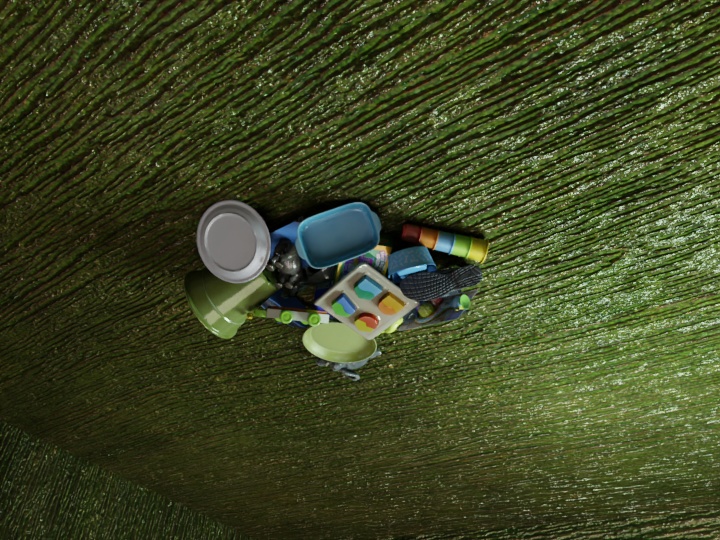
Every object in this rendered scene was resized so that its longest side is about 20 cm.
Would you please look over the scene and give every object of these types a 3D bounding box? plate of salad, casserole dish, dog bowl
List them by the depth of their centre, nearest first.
[{"bbox_3d":[-0.051,-0.080,1.505,0.200,0.121,0.039,-20,180,-4],"label":"casserole dish"},{"bbox_3d":[0.120,-0.014,1.555,0.111,0.050,0.200,-15,171,7],"label":"dog bowl"},{"bbox_3d":[-0.300,-0.069,1.575,0.200,0.048,0.200,4,102,18],"label":"plate of salad"}]

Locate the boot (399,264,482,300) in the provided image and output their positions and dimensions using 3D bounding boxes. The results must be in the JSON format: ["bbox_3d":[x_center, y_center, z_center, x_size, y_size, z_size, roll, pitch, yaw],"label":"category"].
[{"bbox_3d":[0.192,0.032,1.590,0.200,0.070,0.132,-7,178,1],"label":"boot"}]

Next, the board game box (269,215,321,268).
[{"bbox_3d":[-0.149,-0.073,1.611,0.200,0.039,0.158,-22,140,36],"label":"board game box"}]

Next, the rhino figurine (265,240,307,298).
[{"bbox_3d":[-0.172,0.003,1.614,0.060,0.088,0.200,14,149,18],"label":"rhino figurine"}]

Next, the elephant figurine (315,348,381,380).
[{"bbox_3d":[-0.043,0.257,1.964,0.141,0.155,0.200,-33,158,-17],"label":"elephant figurine"}]

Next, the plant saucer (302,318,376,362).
[{"bbox_3d":[-0.055,0.185,1.774,0.200,0.031,0.200,5,141,4],"label":"plant saucer"}]

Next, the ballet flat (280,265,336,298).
[{"bbox_3d":[-0.138,0.015,1.713,0.200,0.067,0.064,-20,107,31],"label":"ballet flat"}]

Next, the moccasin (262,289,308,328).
[{"bbox_3d":[-0.225,0.090,1.816,0.200,0.081,0.068,43,136,-18],"label":"moccasin"}]

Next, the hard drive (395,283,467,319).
[{"bbox_3d":[0.168,0.075,1.743,0.200,0.033,0.140,-8,140,20],"label":"hard drive"}]

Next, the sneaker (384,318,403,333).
[{"bbox_3d":[0.046,0.131,1.802,0.084,0.074,0.200,53,151,-6],"label":"sneaker"}]

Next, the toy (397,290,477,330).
[{"bbox_3d":[0.180,0.085,1.618,0.200,0.115,0.047,-13,116,46],"label":"toy"}]

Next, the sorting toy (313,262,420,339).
[{"bbox_3d":[0.015,0.084,1.599,0.200,0.037,0.185,33,126,-25],"label":"sorting toy"}]

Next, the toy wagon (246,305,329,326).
[{"bbox_3d":[-0.181,0.111,1.640,0.200,0.040,0.155,7,176,-13],"label":"toy wagon"}]

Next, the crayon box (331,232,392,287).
[{"bbox_3d":[0.000,0.000,1.606,0.119,0.058,0.200,9,124,-6],"label":"crayon box"}]

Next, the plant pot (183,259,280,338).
[{"bbox_3d":[-0.308,0.039,1.669,0.190,0.200,0.200,-32,130,16],"label":"plant pot"}]

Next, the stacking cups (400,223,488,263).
[{"bbox_3d":[0.196,-0.071,1.536,0.200,0.061,0.061,15,142,-5],"label":"stacking cups"}]

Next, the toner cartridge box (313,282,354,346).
[{"bbox_3d":[-0.065,0.113,1.786,0.043,0.095,0.200,-8,140,20],"label":"toner cartridge box"}]
